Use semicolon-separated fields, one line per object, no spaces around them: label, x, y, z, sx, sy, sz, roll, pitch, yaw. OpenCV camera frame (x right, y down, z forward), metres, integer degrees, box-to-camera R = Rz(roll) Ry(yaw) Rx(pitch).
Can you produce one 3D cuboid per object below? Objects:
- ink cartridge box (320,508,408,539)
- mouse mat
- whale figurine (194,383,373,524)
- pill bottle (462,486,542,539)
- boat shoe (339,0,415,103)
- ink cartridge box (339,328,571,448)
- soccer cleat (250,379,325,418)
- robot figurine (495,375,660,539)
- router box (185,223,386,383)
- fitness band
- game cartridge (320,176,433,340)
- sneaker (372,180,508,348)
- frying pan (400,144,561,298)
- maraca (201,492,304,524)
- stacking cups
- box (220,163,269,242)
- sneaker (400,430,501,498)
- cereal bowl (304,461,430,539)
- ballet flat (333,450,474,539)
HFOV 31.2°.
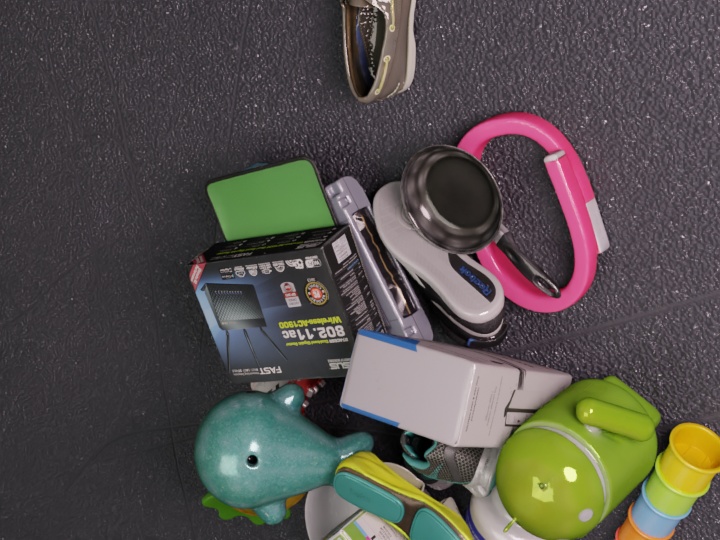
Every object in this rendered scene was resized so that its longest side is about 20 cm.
ink cartridge box;-0.035;0.340;1.422;0.076;0.200;0.148;52;135;7
mouse mat;-0.080;-0.020;1.415;0.160;0.008;0.201;-10;109;36
whale figurine;-0.084;0.207;1.431;0.198;0.104;0.161;11;91;-5
pill bottle;0.162;0.288;1.399;0.112;0.112;0.201;35;132;22
boat shoe;0.014;-0.264;1.266;0.072;0.060;0.203;16;122;35
ink cartridge box;0.100;0.121;1.296;0.145;0.199;0.085;14;91;36
soccer cleat;-0.090;0.135;1.574;0.085;0.069;0.201;34;137;9
robot figurine;0.207;0.180;1.235;0.116;0.199;0.176;41;133;18
router box;-0.079;0.040;1.400;0.199;0.062;0.151;-7;112;36
fitness band;0.163;-0.055;1.265;0.143;0.037;0.201;-11;103;45
game cartridge;0.000;0.000;1.415;0.133;0.040;0.201;-18;100;61
sneaker;0.079;0.005;1.350;0.200;0.073;0.112;53;167;32
frying pan;0.123;-0.058;1.255;0.189;0.031;0.116;23;126;24
maraca;-0.124;0.250;1.569;0.136;0.108;0.201;14;135;-10
stacking cups;0.301;0.241;1.289;0.060;0.060;0.201;35;134;22
box;-0.109;-0.016;1.497;0.049;0.082;0.202;6;116;39
sneaker;0.080;0.192;1.399;0.091;0.078;0.200;25;166;-15
cereal bowl;0.033;0.311;1.549;0.199;0.083;0.202;21;126;32
ballet flat;0.063;0.256;1.380;0.199;0.067;0.067;32;126;20
